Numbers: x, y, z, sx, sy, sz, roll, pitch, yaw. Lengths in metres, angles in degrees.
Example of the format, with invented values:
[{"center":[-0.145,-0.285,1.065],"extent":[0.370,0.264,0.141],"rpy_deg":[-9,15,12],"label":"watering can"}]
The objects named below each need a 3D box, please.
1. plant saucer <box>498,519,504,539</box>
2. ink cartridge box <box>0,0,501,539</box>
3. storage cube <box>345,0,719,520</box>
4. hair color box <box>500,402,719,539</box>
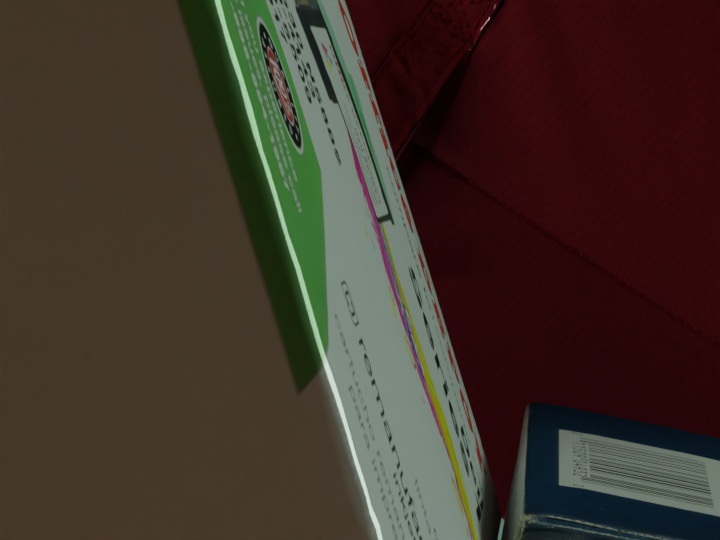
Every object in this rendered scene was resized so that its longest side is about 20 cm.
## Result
[{"center":[0.041,0.114,0.736],"extent":[0.200,0.039,0.202],"rpy_deg":[0,90,-53],"label":"plant saucer"},{"center":[-0.033,0.013,0.463],"extent":[0.200,0.083,0.146],"rpy_deg":[-46,119,-82],"label":"ink cartridge box"},{"center":[0.083,-0.044,0.663],"extent":[0.179,0.171,0.200],"rpy_deg":[34,34,4],"label":"storage cube"},{"center":[0.048,0.142,0.554],"extent":[0.100,0.060,0.201],"rpy_deg":[-64,165,-78],"label":"hair color box"}]
